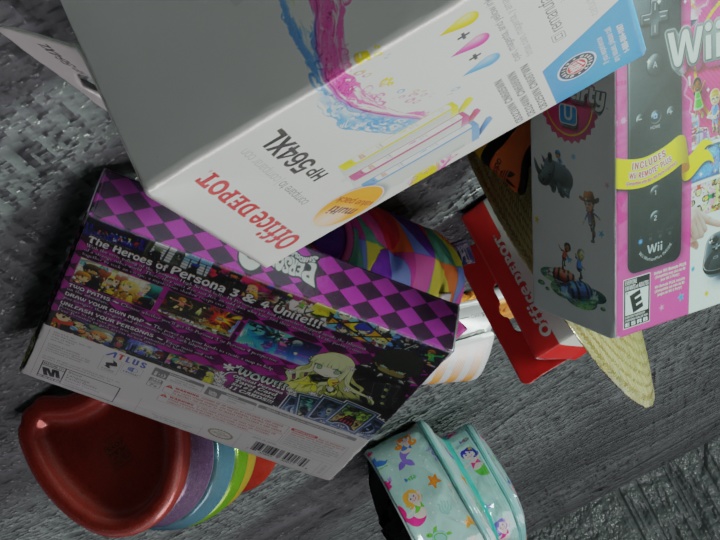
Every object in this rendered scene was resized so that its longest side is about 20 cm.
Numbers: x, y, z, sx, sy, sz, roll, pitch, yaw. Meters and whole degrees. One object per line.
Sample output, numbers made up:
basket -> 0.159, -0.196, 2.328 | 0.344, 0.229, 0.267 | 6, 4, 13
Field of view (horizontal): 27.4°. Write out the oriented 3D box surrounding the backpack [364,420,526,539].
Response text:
backpack -> 0.085, 0.247, 1.531 | 0.150, 0.178, 0.200 | -30, 152, 0

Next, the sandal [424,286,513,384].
sandal -> 0.095, 0.054, 1.206 | 0.205, 0.060, 0.079 | -19, 160, -23

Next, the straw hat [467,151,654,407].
straw hat -> 0.149, -0.027, 0.855 | 0.085, 0.202, 0.201 | -34, 160, 16

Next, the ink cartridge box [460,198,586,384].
ink cartridge box -> 0.151, -0.018, 1.000 | 0.200, 0.117, 0.067 | -36, 160, 24

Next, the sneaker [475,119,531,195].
sneaker -> 0.146, -0.107, 0.795 | 0.199, 0.090, 0.070 | -25, 162, -7

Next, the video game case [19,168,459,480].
video game case -> -0.072, 0.039, 0.807 | 0.199, 0.036, 0.181 | 21, 145, -12

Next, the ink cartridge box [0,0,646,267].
ink cartridge box -> -0.017, -0.099, 0.543 | 0.199, 0.126, 0.129 | -30, 161, 8

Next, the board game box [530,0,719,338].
board game box -> 0.158, -0.084, 0.729 | 0.147, 0.202, 0.064 | -16, -158, -30

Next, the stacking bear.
stacking bear -> -0.121, 0.120, 1.030 | 0.121, 0.114, 0.200 | -32, 165, 18

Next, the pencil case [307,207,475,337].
pencil case -> 0.000, 0.000, 0.900 | 0.088, 0.089, 0.200 | -33, 160, 19
